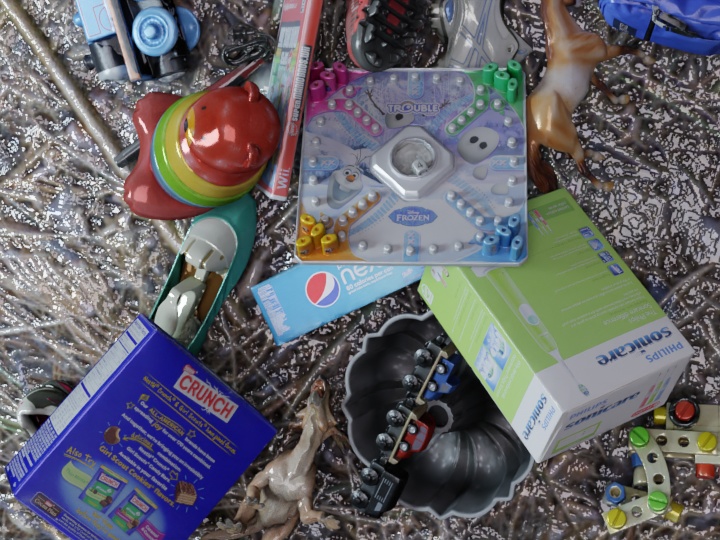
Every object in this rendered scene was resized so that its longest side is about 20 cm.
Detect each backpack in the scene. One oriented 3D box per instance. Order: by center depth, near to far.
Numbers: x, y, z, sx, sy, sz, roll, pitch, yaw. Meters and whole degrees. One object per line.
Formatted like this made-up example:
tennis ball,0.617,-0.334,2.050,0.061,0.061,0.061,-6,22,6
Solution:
backpack,0.265,-0.289,1.263,0.199,0.163,0.169,21,88,8

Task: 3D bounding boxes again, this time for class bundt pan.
bundt pan,0.087,0.127,1.360,0.201,0.076,0.203,7,106,27

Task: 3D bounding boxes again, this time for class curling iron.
curling iron,-0.165,-0.169,1.407,0.200,0.026,0.050,-40,119,12

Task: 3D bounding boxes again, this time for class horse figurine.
horse figurine,0.193,-0.155,1.315,0.132,0.050,0.201,27,80,-31

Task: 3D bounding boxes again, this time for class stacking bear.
stacking bear,-0.132,-0.114,1.296,0.113,0.200,0.122,9,81,-21

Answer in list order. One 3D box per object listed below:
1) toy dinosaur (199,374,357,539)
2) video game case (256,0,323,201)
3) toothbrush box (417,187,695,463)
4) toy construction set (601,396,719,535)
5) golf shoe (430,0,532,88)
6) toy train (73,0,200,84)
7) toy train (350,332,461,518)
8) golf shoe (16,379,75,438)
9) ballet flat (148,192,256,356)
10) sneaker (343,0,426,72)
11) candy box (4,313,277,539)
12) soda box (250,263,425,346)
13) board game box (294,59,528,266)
toy dinosaur,-0.071,0.206,1.400,0.086,0.136,0.200,36,126,-12
video game case,-0.068,-0.172,1.338,0.017,0.143,0.201,9,97,-13
toothbrush box,0.166,0.043,1.254,0.145,0.086,0.200,-21,58,-26
toy construction set,0.326,0.189,1.345,0.199,0.092,0.132,6,72,-1
golf shoe,0.113,-0.188,1.347,0.097,0.078,0.201,-1,97,2
toy train,-0.230,-0.271,1.382,0.114,0.087,0.201,-14,96,18
toy train,0.045,0.146,1.325,0.046,0.034,0.201,29,114,15
golf shoe,-0.261,0.194,1.430,0.200,0.088,0.077,38,98,1
ballet flat,-0.157,0.008,1.403,0.067,0.070,0.201,25,98,9
sneaker,0.012,-0.259,1.319,0.098,0.071,0.202,-16,53,40
candy box,-0.206,0.170,1.362,0.200,0.077,0.169,-48,116,-4
soda box,0.000,0.000,1.382,0.199,0.068,0.064,-25,91,10
board game box,0.046,-0.098,1.257,0.198,0.026,0.201,0,63,5
